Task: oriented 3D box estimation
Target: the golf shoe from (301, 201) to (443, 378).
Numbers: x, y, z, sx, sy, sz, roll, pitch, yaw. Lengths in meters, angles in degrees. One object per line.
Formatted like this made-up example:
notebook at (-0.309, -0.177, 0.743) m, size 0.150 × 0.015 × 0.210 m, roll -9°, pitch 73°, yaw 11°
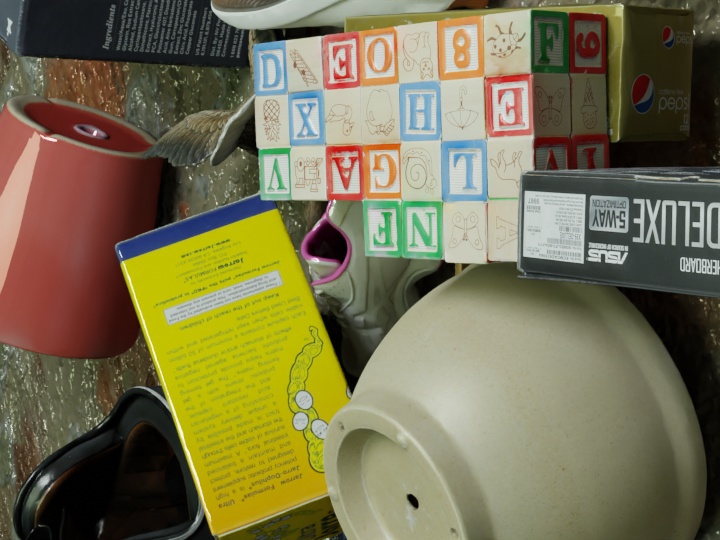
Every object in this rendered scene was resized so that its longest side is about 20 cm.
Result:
golf shoe at (0.000, 0.000, 0.894) m, size 0.201 × 0.091 × 0.076 m, roll 106°, pitch 156°, yaw -47°

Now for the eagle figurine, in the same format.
eagle figurine at (-0.068, -0.111, 0.980) m, size 0.200 × 0.151 × 0.152 m, roll 44°, pitch 148°, yaw 38°

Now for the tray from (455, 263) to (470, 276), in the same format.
tray at (0.099, -0.046, 0.820) m, size 0.098 × 0.037 × 0.202 m, roll 5°, pitch 97°, yaw 54°

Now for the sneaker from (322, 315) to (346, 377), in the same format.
sneaker at (-0.094, 0.043, 1.047) m, size 0.199 × 0.085 × 0.079 m, roll 24°, pitch 112°, yaw 53°

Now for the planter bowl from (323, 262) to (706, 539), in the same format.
planter bowl at (0.066, 0.103, 0.751) m, size 0.200 × 0.134 × 0.202 m, roll 33°, pitch 134°, yaw 41°

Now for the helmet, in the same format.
helmet at (-0.143, 0.190, 1.055) m, size 0.200 × 0.190 × 0.200 m, roll 46°, pitch 162°, yaw 20°

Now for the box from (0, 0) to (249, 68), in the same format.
box at (-0.205, -0.249, 1.096) m, size 0.196 × 0.198 × 0.118 m, roll 40°, pitch 124°, yaw 45°

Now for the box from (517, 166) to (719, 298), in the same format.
box at (0.188, -0.018, 0.589) m, size 0.199 × 0.157 × 0.050 m, roll 7°, pitch 99°, yaw 54°

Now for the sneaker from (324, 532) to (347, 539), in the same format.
sneaker at (-0.003, 0.198, 0.957) m, size 0.078 × 0.075 × 0.202 m, roll 10°, pitch 103°, yaw 51°

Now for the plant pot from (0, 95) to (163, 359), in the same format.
plant pot at (-0.263, -0.045, 1.226) m, size 0.200 × 0.199 × 0.179 m, roll 38°, pitch 113°, yaw 47°

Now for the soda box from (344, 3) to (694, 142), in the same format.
soda box at (0.079, -0.106, 0.754) m, size 0.199 × 0.064 × 0.069 m, roll 8°, pitch 100°, yaw 46°

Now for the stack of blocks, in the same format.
stack of blocks at (0.030, -0.066, 0.721) m, size 0.199 × 0.058 × 0.116 m, roll 4°, pitch 98°, yaw 47°

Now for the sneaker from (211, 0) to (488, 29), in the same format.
sneaker at (-0.006, -0.173, 0.889) m, size 0.199 × 0.085 × 0.073 m, roll -1°, pitch 61°, yaw 37°

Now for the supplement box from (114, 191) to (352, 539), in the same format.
supplement box at (-0.070, 0.072, 0.894) m, size 0.109 × 0.109 × 0.201 m, roll 91°, pitch 158°, yaw -67°
